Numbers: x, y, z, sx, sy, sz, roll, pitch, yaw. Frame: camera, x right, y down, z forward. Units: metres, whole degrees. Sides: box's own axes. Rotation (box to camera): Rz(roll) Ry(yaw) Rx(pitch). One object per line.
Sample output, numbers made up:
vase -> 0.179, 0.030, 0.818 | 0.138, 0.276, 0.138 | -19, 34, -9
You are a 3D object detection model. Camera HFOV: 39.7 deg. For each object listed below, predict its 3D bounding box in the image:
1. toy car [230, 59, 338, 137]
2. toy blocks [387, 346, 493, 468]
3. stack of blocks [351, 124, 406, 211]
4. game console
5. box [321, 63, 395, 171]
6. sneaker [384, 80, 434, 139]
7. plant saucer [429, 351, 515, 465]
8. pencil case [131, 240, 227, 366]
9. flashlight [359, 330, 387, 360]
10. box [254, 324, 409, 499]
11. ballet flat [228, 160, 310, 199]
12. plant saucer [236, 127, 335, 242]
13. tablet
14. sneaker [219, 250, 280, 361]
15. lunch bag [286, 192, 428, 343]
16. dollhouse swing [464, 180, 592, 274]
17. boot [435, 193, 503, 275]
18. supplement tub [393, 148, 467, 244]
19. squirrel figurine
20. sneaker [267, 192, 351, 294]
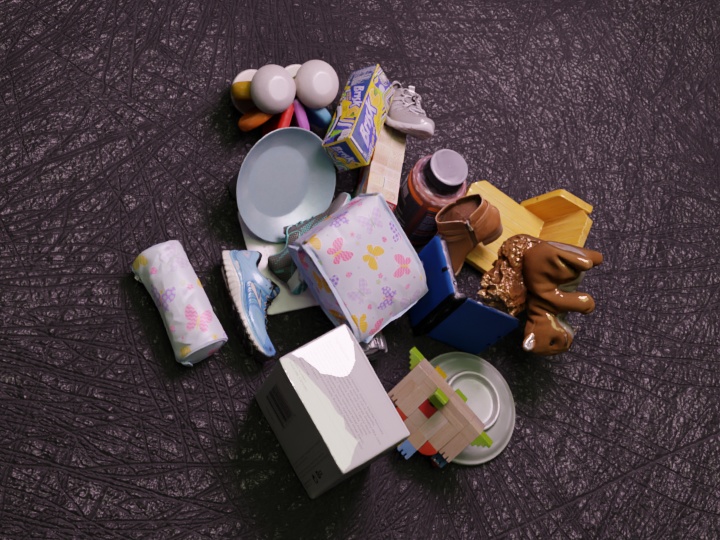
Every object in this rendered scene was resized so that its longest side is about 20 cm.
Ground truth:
toy car -> -0.132, -0.293, 1.794 | 0.197, 0.174, 0.153 | -11, 100, -23
toy blocks -> 0.105, 0.251, 1.654 | 0.200, 0.137, 0.100 | 47, 17, 6
stack of blocks -> 0.028, -0.155, 1.802 | 0.058, 0.116, 0.202 | 20, 45, -10
game console -> 0.166, 0.046, 1.714 | 0.116, 0.200, 0.173 | -8, 72, -21
box -> -0.001, -0.273, 1.782 | 0.070, 0.063, 0.202 | 51, 43, -35
sneaker -> 0.081, -0.301, 1.839 | 0.074, 0.200, 0.083 | 17, 105, -32
plant saucer -> 0.186, 0.232, 1.728 | 0.197, 0.050, 0.203 | 8, 65, -17
pencil case -> -0.295, 0.052, 1.622 | 0.090, 0.083, 0.202 | -25, 77, -20
flashlight -> -0.007, 0.055, 1.734 | 0.067, 0.068, 0.203 | -21, 67, 13
box -> -0.050, 0.224, 1.565 | 0.129, 0.199, 0.202 | -26, 77, -26
ballet flat -> -0.141, -0.179, 1.782 | 0.197, 0.073, 0.074 | -17, 74, -24
plant saucer -> -0.135, -0.151, 1.730 | 0.198, 0.039, 0.204 | -14, 116, -31
tablet -> -0.132, -0.026, 1.751 | 0.128, 0.014, 0.203 | -11, 72, -23
sneaker -> -0.171, 0.051, 1.662 | 0.089, 0.079, 0.203 | -13, 73, -16
lunch bag -> 0.000, 0.000, 1.648 | 0.169, 0.127, 0.202 | -36, 102, -17
dollhouse swing -> 0.291, -0.078, 1.839 | 0.175, 0.181, 0.202 | 41, 60, -21
boot -> 0.154, -0.057, 1.749 | 0.199, 0.155, 0.074 | -38, 65, 6
supplement tub -> 0.123, -0.134, 1.777 | 0.105, 0.200, 0.109 | 7, 64, -15
squirrel figurine -> 0.302, 0.044, 1.708 | 0.197, 0.141, 0.190 | 16, 102, 12
sneaker -> -0.089, -0.062, 1.721 | 0.090, 0.078, 0.201 | 31, 73, 9
